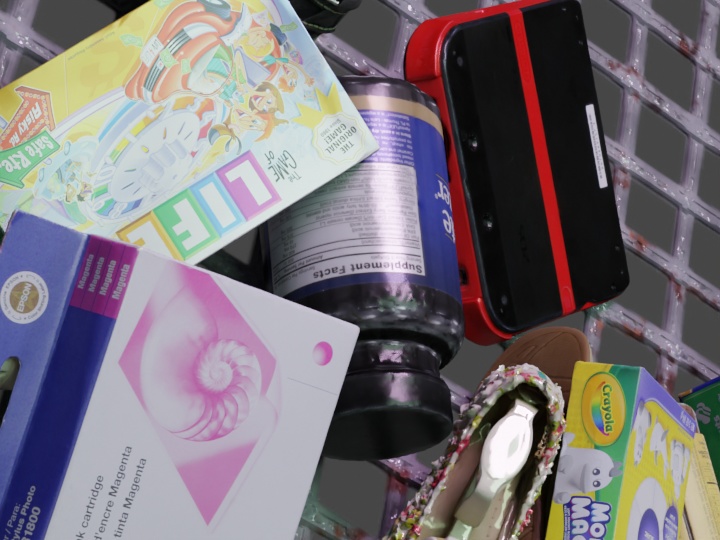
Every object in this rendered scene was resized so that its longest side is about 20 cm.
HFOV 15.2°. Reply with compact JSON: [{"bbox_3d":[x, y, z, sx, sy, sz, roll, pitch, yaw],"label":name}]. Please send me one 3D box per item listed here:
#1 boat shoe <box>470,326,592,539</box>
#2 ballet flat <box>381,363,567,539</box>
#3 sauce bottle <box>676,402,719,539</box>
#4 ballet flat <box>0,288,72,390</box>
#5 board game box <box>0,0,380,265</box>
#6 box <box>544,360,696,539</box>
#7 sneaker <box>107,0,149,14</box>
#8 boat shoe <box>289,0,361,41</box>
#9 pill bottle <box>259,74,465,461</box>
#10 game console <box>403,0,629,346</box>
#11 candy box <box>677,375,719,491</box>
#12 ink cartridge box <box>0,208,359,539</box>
[{"bbox_3d":[0.102,0.127,1.586,0.072,0.072,0.200,62,32,-46],"label":"boat shoe"},{"bbox_3d":[0.057,0.139,1.487,0.076,0.064,0.200,22,76,-1],"label":"ballet flat"},{"bbox_3d":[0.199,0.184,1.635,0.065,0.065,0.200,2,68,-41],"label":"sauce bottle"},{"bbox_3d":[-0.209,0.021,1.359,0.200,0.067,0.070,34,49,-15],"label":"ballet flat"},{"bbox_3d":[-0.108,-0.069,1.446,0.200,0.034,0.135,-33,91,-14],"label":"board game box"},{"bbox_3d":[0.144,0.164,1.549,0.117,0.048,0.200,40,59,-60],"label":"box"},{"bbox_3d":[-0.084,-0.167,1.563,0.200,0.072,0.083,42,45,-17],"label":"sneaker"},{"bbox_3d":[-0.055,-0.235,1.630,0.072,0.068,0.200,-12,75,-43],"label":"boat shoe"},{"bbox_3d":[0.000,0.000,1.521,0.112,0.112,0.200,13,61,-37],"label":"pill bottle"},{"bbox_3d":[0.098,-0.064,1.660,0.177,0.031,0.200,-19,101,-53],"label":"game console"},{"bbox_3d":[0.335,0.067,1.718,0.169,0.200,0.077,-9,73,-45],"label":"candy box"},{"bbox_3d":[-0.113,0.091,1.362,0.200,0.043,0.197,20,86,-34],"label":"ink cartridge box"}]
